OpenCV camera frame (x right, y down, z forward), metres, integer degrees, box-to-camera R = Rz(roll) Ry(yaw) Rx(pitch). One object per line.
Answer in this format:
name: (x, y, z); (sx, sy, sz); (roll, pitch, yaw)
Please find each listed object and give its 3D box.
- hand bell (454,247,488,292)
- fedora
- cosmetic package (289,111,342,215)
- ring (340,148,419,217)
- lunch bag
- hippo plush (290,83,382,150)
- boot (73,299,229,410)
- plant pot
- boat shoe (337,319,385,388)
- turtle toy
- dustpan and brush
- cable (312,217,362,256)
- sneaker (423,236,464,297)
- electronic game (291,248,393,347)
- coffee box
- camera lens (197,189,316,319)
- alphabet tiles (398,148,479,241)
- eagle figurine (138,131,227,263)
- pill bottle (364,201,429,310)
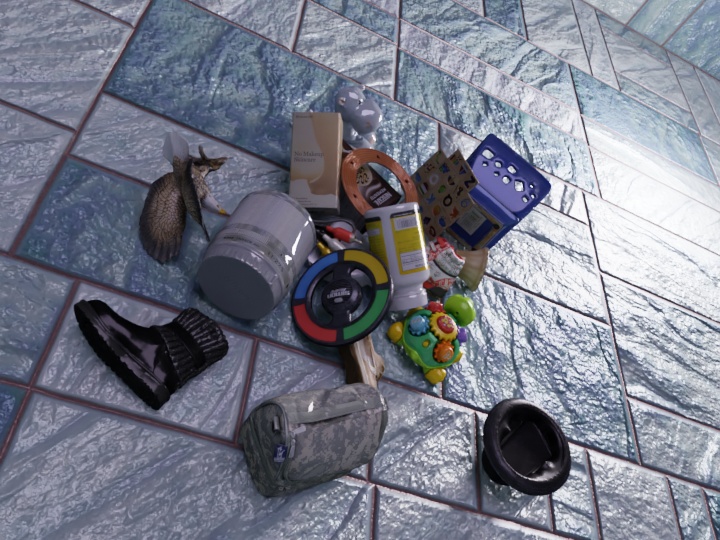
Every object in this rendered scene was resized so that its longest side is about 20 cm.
hand bell: (0.173, -0.032, 1.469); (0.198, 0.105, 0.105); (18, 47, -3)
fedora: (0.292, 0.337, 1.230); (0.199, 0.092, 0.202); (17, 48, -20)
cosmetic package: (-0.091, -0.218, 1.358); (0.104, 0.071, 0.202); (0, 83, 2)
ring: (0.041, -0.171, 1.404); (0.199, 0.019, 0.202); (18, 55, -29)
lunch bag: (-0.070, 0.247, 1.017); (0.199, 0.168, 0.140); (-4, 58, -34)
hippo plush: (-0.020, -0.358, 1.532); (0.200, 0.161, 0.159); (41, 45, 3)
boot: (-0.325, 0.096, 1.035); (0.211, 0.079, 0.158); (49, 51, -5)
plant pot: (0.291, -0.164, 1.550); (0.200, 0.200, 0.180); (42, 57, 3)
boat shoe: (0.011, 0.172, 1.195); (0.069, 0.074, 0.201); (0, 55, -25)
turtle toy: (0.157, 0.118, 1.310); (0.146, 0.101, 0.200); (46, 45, 7)
dustpan and brush: (0.000, 0.000, 1.348); (0.199, 0.057, 0.140); (34, 56, 4)
cable: (-0.088, -0.084, 1.291); (0.199, 0.098, 0.050); (31, 5, -3)
sneaker: (0.124, -0.037, 1.396); (0.200, 0.108, 0.067); (32, 13, -13)
electronic game: (-0.035, 0.047, 1.211); (0.042, 0.198, 0.202); (57, 27, -54)
coffee box: (-0.023, -0.187, 1.452); (0.200, 0.080, 0.113); (45, 45, 6)
camera lens: (-0.179, -0.033, 1.175); (0.159, 0.160, 0.201); (32, 45, -6)
alphabet tiles: (0.169, -0.169, 1.480); (0.006, 0.200, 0.167); (11, 45, -50)
eagle figurine: (-0.305, -0.131, 1.169); (0.150, 0.152, 0.201); (15, 48, 4)
pill bottle: (0.076, -0.027, 1.299); (0.111, 0.111, 0.202); (-12, 94, -38)
